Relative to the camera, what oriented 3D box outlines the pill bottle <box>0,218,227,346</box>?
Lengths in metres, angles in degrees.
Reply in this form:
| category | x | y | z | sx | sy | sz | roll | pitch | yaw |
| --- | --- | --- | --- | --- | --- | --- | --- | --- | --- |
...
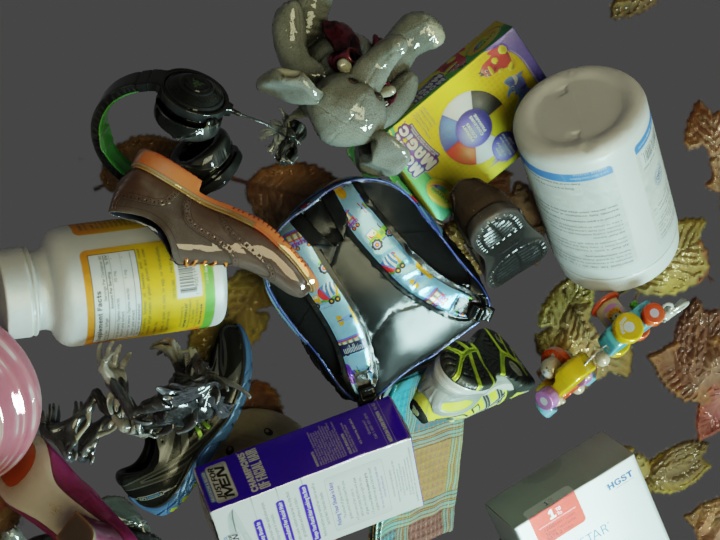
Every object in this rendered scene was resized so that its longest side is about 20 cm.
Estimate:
| category | x | y | z | sx | sy | sz | roll | pitch | yaw |
| --- | --- | --- | --- | --- | --- | --- | --- | --- | --- |
| pill bottle | -0.231 | 0.009 | 1.629 | 0.200 | 0.111 | 0.111 | -8 | 108 | -18 |

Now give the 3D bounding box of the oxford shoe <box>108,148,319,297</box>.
| category | x | y | z | sx | sy | sz | roll | pitch | yaw |
| --- | --- | --- | --- | --- | --- | --- | --- | --- | --- |
| oxford shoe | -0.130 | -0.024 | 1.579 | 0.200 | 0.071 | 0.073 | 33 | 75 | 1 |

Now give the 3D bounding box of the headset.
| category | x | y | z | sx | sy | sz | roll | pitch | yaw |
| --- | --- | --- | --- | --- | --- | --- | --- | --- | --- |
| headset | -0.148 | -0.116 | 1.601 | 0.200 | 0.094 | 0.124 | -2 | 126 | 12 |

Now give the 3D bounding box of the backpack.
| category | x | y | z | sx | sy | sz | roll | pitch | yaw |
| --- | --- | --- | --- | --- | --- | --- | --- | --- | --- |
| backpack | 0.000 | 0.000 | 1.692 | 0.182 | 0.135 | 0.200 | -37 | 113 | 4 |

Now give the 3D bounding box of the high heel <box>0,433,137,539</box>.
| category | x | y | z | sx | sy | sz | roll | pitch | yaw |
| --- | --- | --- | --- | --- | --- | --- | --- | --- | --- |
| high heel | -0.270 | 0.220 | 1.646 | 0.067 | 0.200 | 0.096 | -46 | 138 | 1 |

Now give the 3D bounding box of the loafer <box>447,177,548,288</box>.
| category | x | y | z | sx | sy | sz | roll | pitch | yaw |
| --- | --- | --- | --- | --- | --- | --- | --- | --- | --- |
| loafer | 0.133 | -0.044 | 1.738 | 0.073 | 0.071 | 0.200 | -32 | 158 | -1 |

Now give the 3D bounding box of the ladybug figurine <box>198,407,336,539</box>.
| category | x | y | z | sx | sy | sz | roll | pitch | yaw |
| --- | --- | --- | --- | --- | --- | --- | --- | --- | --- |
| ladybug figurine | -0.084 | 0.232 | 1.771 | 0.136 | 0.072 | 0.200 | -30 | 114 | -11 |

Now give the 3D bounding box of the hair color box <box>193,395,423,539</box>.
| category | x | y | z | sx | sy | sz | roll | pitch | yaw |
| --- | --- | --- | --- | --- | --- | --- | --- | --- | --- |
| hair color box | -0.047 | 0.204 | 1.677 | 0.200 | 0.065 | 0.109 | -21 | 136 | -9 |

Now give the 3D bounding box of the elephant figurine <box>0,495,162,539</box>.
| category | x | y | z | sx | sy | sz | roll | pitch | yaw |
| --- | --- | --- | --- | --- | --- | --- | --- | --- | --- |
| elephant figurine | -0.236 | 0.290 | 1.715 | 0.200 | 0.155 | 0.142 | -23 | 78 | -24 |

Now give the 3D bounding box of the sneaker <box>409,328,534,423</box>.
| category | x | y | z | sx | sy | sz | roll | pitch | yaw |
| --- | --- | --- | --- | --- | --- | --- | --- | --- | --- |
| sneaker | 0.108 | 0.109 | 1.778 | 0.076 | 0.075 | 0.200 | -44 | 159 | 21 |

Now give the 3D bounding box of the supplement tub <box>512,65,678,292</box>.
| category | x | y | z | sx | sy | sz | roll | pitch | yaw |
| --- | --- | --- | --- | --- | --- | --- | --- | --- | --- |
| supplement tub | 0.232 | -0.089 | 1.733 | 0.132 | 0.132 | 0.200 | -33 | 136 | -9 |

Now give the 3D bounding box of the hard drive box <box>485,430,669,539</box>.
| category | x | y | z | sx | sy | sz | roll | pitch | yaw |
| --- | --- | --- | --- | --- | --- | --- | --- | --- | --- |
| hard drive box | 0.247 | 0.301 | 1.915 | 0.156 | 0.077 | 0.200 | -31 | 113 | -11 |

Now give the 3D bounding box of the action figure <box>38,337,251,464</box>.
| category | x | y | z | sx | sy | sz | roll | pitch | yaw |
| --- | --- | --- | --- | --- | --- | --- | --- | --- | --- |
| action figure | -0.198 | 0.110 | 1.629 | 0.200 | 0.119 | 0.102 | -22 | 73 | 24 |

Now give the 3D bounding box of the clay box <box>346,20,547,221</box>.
| category | x | y | z | sx | sy | sz | roll | pitch | yaw |
| --- | --- | --- | --- | --- | --- | --- | --- | --- | --- |
| clay box | 0.095 | -0.137 | 1.745 | 0.200 | 0.048 | 0.115 | -41 | 116 | -6 |

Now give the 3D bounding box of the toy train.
| category | x | y | z | sx | sy | sz | roll | pitch | yaw |
| --- | --- | --- | --- | --- | --- | --- | --- | --- | --- |
| toy train | 0.234 | 0.078 | 1.807 | 0.200 | 0.150 | 0.056 | -43 | 79 | 24 |

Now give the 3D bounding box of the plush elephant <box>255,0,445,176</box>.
| category | x | y | z | sx | sy | sz | roll | pitch | yaw |
| --- | --- | --- | --- | --- | --- | --- | --- | --- | --- |
| plush elephant | -0.010 | -0.174 | 1.634 | 0.165 | 0.155 | 0.200 | 32 | 92 | -25 |

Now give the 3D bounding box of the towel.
| category | x | y | z | sx | sy | sz | roll | pitch | yaw |
| --- | --- | --- | --- | --- | --- | --- | --- | --- | --- |
| towel | 0.061 | 0.188 | 1.805 | 0.147 | 0.022 | 0.200 | -15 | 113 | -50 |

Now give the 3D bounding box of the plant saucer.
| category | x | y | z | sx | sy | sz | roll | pitch | yaw |
| --- | --- | --- | --- | --- | --- | --- | --- | --- | --- |
| plant saucer | -0.389 | 0.120 | 1.591 | 0.200 | 0.051 | 0.201 | 2 | 119 | 4 |

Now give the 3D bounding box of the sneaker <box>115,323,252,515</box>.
| category | x | y | z | sx | sy | sz | roll | pitch | yaw |
| --- | --- | --- | --- | --- | --- | --- | --- | --- | --- |
| sneaker | -0.168 | 0.138 | 1.711 | 0.083 | 0.071 | 0.200 | 32 | 88 | -16 |
